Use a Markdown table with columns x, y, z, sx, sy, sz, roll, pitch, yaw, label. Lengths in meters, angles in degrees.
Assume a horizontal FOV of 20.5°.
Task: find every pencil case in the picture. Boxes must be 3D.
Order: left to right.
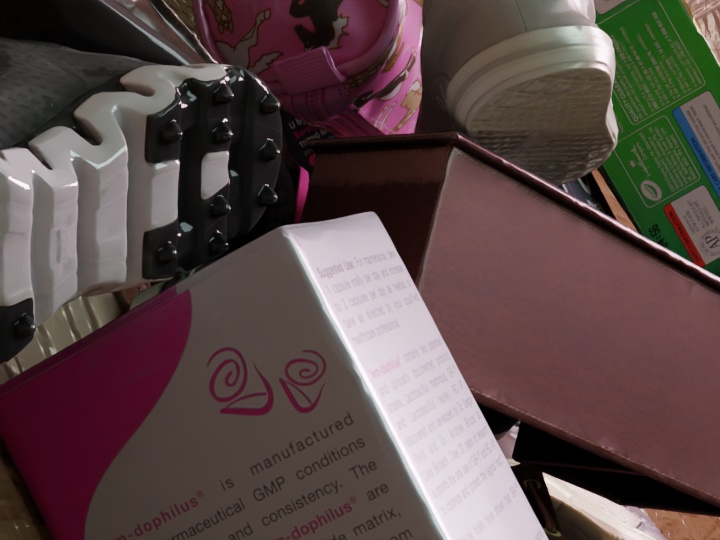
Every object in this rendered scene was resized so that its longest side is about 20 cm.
| x | y | z | sx | sy | sz | roll | pitch | yaw | label |
| --- | --- | --- | --- | --- | --- | --- | --- | --- | --- |
| 0.002 | -0.086 | 0.764 | 0.086 | 0.083 | 0.200 | 42 | 5 | 18 | pencil case |

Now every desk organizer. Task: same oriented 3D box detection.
| x | y | z | sx | sy | sz | roll | pitch | yaw | label |
| --- | --- | --- | --- | --- | --- | --- | --- | --- | --- |
| 0.065 | 0.024 | 0.699 | 0.200 | 0.072 | 0.077 | 25 | 73 | -40 | desk organizer |

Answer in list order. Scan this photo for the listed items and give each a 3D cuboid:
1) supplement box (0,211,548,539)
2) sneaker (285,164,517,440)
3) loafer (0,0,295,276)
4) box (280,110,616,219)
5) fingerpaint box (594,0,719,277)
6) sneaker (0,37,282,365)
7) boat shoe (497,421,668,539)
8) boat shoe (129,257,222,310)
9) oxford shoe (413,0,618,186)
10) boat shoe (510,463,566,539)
| x | y | z | sx | sy | sz | roll | pitch | yaw | label |
| --- | --- | --- | --- | --- | --- | --- | --- | --- | --- |
| -0.003 | 0.095 | 0.561 | 0.201 | 0.101 | 0.103 | 63 | 16 | 2 | supplement box |
| 0.000 | 0.000 | 0.751 | 0.200 | 0.087 | 0.074 | 54 | 18 | -24 | sneaker |
| -0.088 | -0.074 | 0.627 | 0.200 | 0.073 | 0.071 | 48 | 22 | -40 | loafer |
| 0.048 | -0.036 | 0.923 | 0.201 | 0.106 | 0.122 | 62 | 13 | 2 | box |
| 0.119 | -0.110 | 0.949 | 0.200 | 0.073 | 0.167 | 56 | 10 | -24 | fingerpaint box |
| -0.110 | -0.017 | 0.491 | 0.200 | 0.090 | 0.067 | -26 | 126 | -52 | sneaker |
| 0.095 | 0.112 | 0.889 | 0.201 | 0.072 | 0.066 | 36 | 35 | -48 | boat shoe |
| -0.003 | 0.083 | 0.650 | 0.201 | 0.062 | 0.073 | 61 | 14 | -3 | boat shoe |
| 0.050 | -0.063 | 0.691 | 0.200 | 0.075 | 0.058 | 86 | -13 | -77 | oxford shoe |
| 0.070 | 0.136 | 0.686 | 0.200 | 0.070 | 0.071 | -116 | -155 | -46 | boat shoe |
